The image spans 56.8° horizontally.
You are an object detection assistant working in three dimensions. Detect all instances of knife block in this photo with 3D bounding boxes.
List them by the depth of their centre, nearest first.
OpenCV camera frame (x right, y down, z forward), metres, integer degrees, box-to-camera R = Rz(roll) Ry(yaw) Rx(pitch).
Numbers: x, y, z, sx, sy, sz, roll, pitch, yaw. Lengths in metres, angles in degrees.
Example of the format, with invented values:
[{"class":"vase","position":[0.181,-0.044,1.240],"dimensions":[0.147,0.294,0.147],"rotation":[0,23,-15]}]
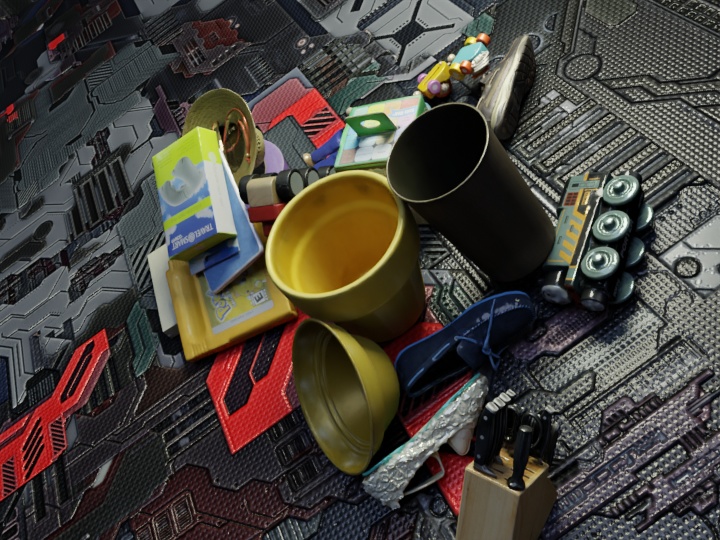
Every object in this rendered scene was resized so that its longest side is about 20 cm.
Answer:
[{"class":"knife block","position":[0.140,0.232,0.681],"dimensions":[0.064,0.176,0.201],"rotation":[18,68,37]}]

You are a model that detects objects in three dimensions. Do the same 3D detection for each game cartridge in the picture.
[{"class":"game cartridge","position":[-0.213,0.030,1.073],"dimensions":[0.198,0.032,0.178],"rotation":[-24,71,11]}]

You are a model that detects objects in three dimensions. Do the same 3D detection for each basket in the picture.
[{"class":"basket","position":[0.147,-0.087,0.836],"dimensions":[0.136,0.200,0.181],"rotation":[-43,35,9]}]

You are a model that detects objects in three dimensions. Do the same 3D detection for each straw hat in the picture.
[{"class":"straw hat","position":[-0.206,-0.202,1.110],"dimensions":[0.199,0.085,0.204],"rotation":[8,103,39]}]

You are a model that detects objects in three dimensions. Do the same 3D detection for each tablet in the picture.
[{"class":"tablet","position":[-0.229,-0.080,1.064],"dimensions":[0.130,0.014,0.201],"rotation":[-37,68,28]}]

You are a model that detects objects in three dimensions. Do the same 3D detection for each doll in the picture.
[{"class":"doll","position":[-0.012,-0.227,1.143],"dimensions":[0.199,0.048,0.138],"rotation":[-28,48,27]}]

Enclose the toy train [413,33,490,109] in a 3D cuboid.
[{"class":"toy train","position":[0.149,-0.301,1.116],"dimensions":[0.199,0.055,0.151],"rotation":[-33,33,34]}]

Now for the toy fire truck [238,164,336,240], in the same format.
[{"class":"toy fire truck","position":[-0.084,-0.059,1.048],"dimensions":[0.127,0.176,0.203],"rotation":[-3,99,27]}]

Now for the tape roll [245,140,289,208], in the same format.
[{"class":"tape roll","position":[-0.212,-0.133,1.175],"dimensions":[0.198,0.085,0.202],"rotation":[-10,50,12]}]

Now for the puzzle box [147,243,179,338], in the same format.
[{"class":"puzzle box","position":[-0.304,0.010,1.179],"dimensions":[0.132,0.025,0.201],"rotation":[-31,48,4]}]

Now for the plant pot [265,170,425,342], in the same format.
[{"class":"plant pot","position":[0.000,0.000,0.912],"dimensions":[0.199,0.189,0.203],"rotation":[-14,52,19]}]

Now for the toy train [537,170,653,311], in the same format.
[{"class":"toy train","position":[0.299,-0.040,0.855],"dimensions":[0.113,0.085,0.202],"rotation":[2,61,45]}]

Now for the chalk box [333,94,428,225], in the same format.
[{"class":"chalk box","position":[0.046,-0.173,1.001],"dimensions":[0.123,0.200,0.125],"rotation":[-1,57,27]}]

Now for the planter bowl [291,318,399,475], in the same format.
[{"class":"planter bowl","position":[-0.007,0.149,0.852],"dimensions":[0.083,0.202,0.200],"rotation":[-14,40,-29]}]

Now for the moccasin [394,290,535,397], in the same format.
[{"class":"moccasin","position":[0.138,0.104,0.846],"dimensions":[0.199,0.080,0.069],"rotation":[-36,32,18]}]

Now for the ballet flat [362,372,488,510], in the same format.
[{"class":"ballet flat","position":[0.091,0.212,0.807],"dimensions":[0.200,0.072,0.072],"rotation":[-41,48,0]}]

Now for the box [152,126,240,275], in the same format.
[{"class":"box","position":[-0.263,-0.107,1.053],"dimensions":[0.121,0.047,0.202],"rotation":[-22,74,32]}]

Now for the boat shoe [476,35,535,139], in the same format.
[{"class":"boat shoe","position":[0.228,-0.302,1.078],"dimensions":[0.073,0.075,0.201],"rotation":[8,61,32]}]
